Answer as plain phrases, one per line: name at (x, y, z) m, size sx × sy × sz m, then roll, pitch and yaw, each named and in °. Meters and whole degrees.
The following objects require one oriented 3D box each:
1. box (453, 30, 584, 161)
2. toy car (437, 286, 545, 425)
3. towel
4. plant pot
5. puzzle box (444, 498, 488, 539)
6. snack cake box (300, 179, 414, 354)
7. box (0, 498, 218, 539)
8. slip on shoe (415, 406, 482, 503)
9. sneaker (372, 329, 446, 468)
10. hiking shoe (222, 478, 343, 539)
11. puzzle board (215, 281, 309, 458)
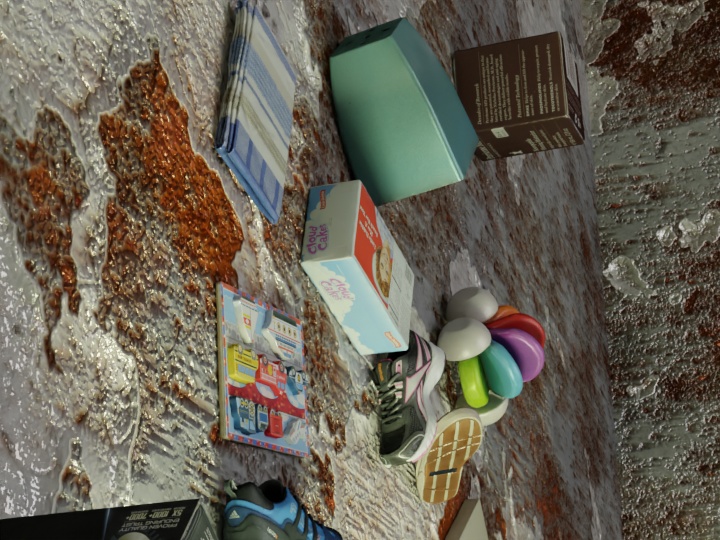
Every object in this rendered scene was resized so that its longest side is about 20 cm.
box at (0.288, -0.310, 2.283) m, size 0.166 × 0.199 × 0.165 m, roll 30°, pitch 54°, yaw -66°
toy car at (0.210, 0.127, 1.941) m, size 0.200 × 0.149 × 0.176 m, roll -67°, pitch 144°, yaw -57°
towel at (-0.109, -0.170, 1.344) m, size 0.147 × 0.024 × 0.201 m, roll 56°, pitch 33°, yaw -55°
plant pot at (0.045, -0.213, 1.646) m, size 0.201 × 0.141 × 0.141 m, roll 65°, pitch 23°, yaw -21°
puzzle box at (0.155, 0.431, 1.839) m, size 0.200 × 0.025 × 0.134 m, roll -38°, pitch 118°, yaw -68°
snack cake box at (0.000, 0.000, 1.517) m, size 0.200 × 0.067 × 0.115 m, roll 59°, pitch 31°, yaw -48°
box at (-0.152, 0.256, 0.813) m, size 0.086 × 0.163 × 0.201 m, roll -69°, pitch 145°, yaw -57°
slip on shoe at (0.110, 0.230, 1.655) m, size 0.200 × 0.076 × 0.061 m, roll 96°, pitch -15°, yaw -50°
sneaker at (0.045, 0.155, 1.600) m, size 0.086 × 0.080 × 0.201 m, roll 44°, pitch 36°, yaw -29°
hiking shoe at (-0.067, 0.242, 1.203) m, size 0.200 × 0.074 × 0.087 m, roll 28°, pitch 57°, yaw -67°
puzzle board at (-0.093, 0.105, 1.277) m, size 0.200 × 0.017 × 0.152 m, roll 34°, pitch 50°, yaw -66°
